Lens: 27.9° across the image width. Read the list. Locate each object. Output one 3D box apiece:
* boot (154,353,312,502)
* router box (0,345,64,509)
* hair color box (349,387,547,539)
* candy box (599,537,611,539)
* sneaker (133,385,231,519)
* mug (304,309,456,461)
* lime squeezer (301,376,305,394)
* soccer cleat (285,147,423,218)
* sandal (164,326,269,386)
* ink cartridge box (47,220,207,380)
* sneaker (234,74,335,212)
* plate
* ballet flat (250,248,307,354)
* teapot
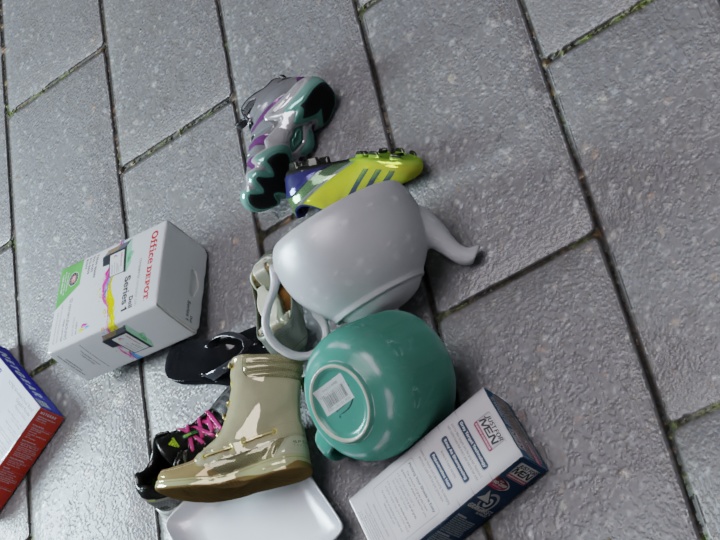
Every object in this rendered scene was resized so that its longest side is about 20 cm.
[{"bbox_3d":[-0.152,0.184,1.703,0.199,0.073,0.157,-16,63,23],"label":"boot"},{"bbox_3d":[-0.527,0.222,2.047,0.200,0.049,0.180,37,93,43],"label":"router box"},{"bbox_3d":[0.092,0.230,1.549,0.200,0.060,0.100,-42,49,15],"label":"hair color box"},{"bbox_3d":[0.161,0.340,1.395,0.199,0.056,0.118,-18,84,20],"label":"candy box"},{"bbox_3d":[-0.204,0.215,1.770,0.200,0.087,0.074,-50,47,6],"label":"sneaker"},{"bbox_3d":[0.011,0.145,1.588,0.151,0.114,0.187,17,112,36],"label":"mug"},{"bbox_3d":[-0.031,0.115,1.722,0.199,0.038,0.071,-18,44,25],"label":"lime squeezer"},{"bbox_3d":[-0.005,-0.106,1.810,0.199,0.065,0.084,-5,94,32],"label":"soccer cleat"},{"bbox_3d":[-0.176,0.111,1.832,0.199,0.043,0.077,-12,61,33],"label":"sandal"},{"bbox_3d":[-0.311,0.040,1.933,0.199,0.084,0.146,-23,46,28],"label":"ink cartridge box"},{"bbox_3d":[-0.128,-0.173,1.925,0.139,0.078,0.201,18,70,43],"label":"sneaker"},{"bbox_3d":[-0.122,0.302,1.700,0.200,0.032,0.200,-46,49,9],"label":"plate"},{"bbox_3d":[-0.106,0.025,1.784,0.067,0.064,0.201,-31,40,13],"label":"ballet flat"},{"bbox_3d":[0.000,0.000,1.678,0.200,0.197,0.147,-35,82,45],"label":"teapot"}]
